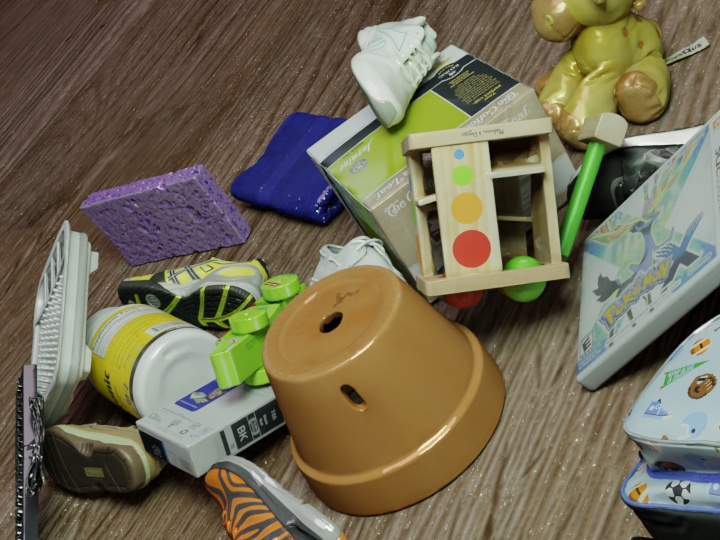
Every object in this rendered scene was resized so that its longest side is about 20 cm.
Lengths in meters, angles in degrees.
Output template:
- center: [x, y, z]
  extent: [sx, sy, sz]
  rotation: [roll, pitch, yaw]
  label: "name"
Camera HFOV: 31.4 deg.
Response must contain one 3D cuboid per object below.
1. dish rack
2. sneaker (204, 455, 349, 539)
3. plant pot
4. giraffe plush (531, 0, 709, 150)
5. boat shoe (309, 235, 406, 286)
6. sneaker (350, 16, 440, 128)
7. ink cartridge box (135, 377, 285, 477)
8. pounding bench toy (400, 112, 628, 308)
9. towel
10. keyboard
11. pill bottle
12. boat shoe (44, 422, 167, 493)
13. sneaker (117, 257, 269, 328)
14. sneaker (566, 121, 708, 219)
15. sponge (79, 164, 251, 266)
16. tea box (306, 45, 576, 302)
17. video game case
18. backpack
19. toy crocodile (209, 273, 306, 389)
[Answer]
- center: [-0.319, 0.066, 1.374]
  extent: [0.172, 0.043, 0.200]
  rotation: [129, 145, -50]
  label: "dish rack"
- center: [-0.099, 0.232, 1.078]
  extent: [0.112, 0.078, 0.200]
  rotation: [-44, 32, -19]
  label: "sneaker"
- center: [0.006, 0.091, 1.113]
  extent: [0.200, 0.140, 0.200]
  rotation: [-25, 32, 17]
  label: "plant pot"
- center: [0.247, -0.250, 1.333]
  extent: [0.200, 0.162, 0.173]
  rotation: [-36, 30, -2]
  label: "giraffe plush"
- center: [0.000, 0.000, 1.263]
  extent: [0.200, 0.072, 0.069]
  rotation: [-178, 95, -77]
  label: "boat shoe"
- center: [0.039, -0.215, 1.317]
  extent: [0.080, 0.071, 0.200]
  rotation: [-22, 30, 16]
  label: "sneaker"
- center: [-0.108, 0.126, 1.237]
  extent: [0.200, 0.039, 0.099]
  rotation: [-30, 25, -30]
  label: "ink cartridge box"
- center: [0.145, -0.053, 1.143]
  extent: [0.199, 0.157, 0.124]
  rotation: [-7, 3, -1]
  label: "pounding bench toy"
- center: [-0.059, -0.125, 1.572]
  extent: [0.148, 0.050, 0.200]
  rotation: [-52, 35, -15]
  label: "towel"
- center: [-0.337, 0.188, 1.291]
  extent: [0.127, 0.021, 0.200]
  rotation: [126, 142, -49]
  label: "keyboard"
- center: [-0.224, 0.097, 1.350]
  extent: [0.111, 0.111, 0.200]
  rotation: [-45, 30, -17]
  label: "pill bottle"
- center: [-0.256, 0.188, 1.314]
  extent: [0.076, 0.072, 0.200]
  rotation: [-24, 18, -40]
  label: "boat shoe"
- center: [-0.189, 0.026, 1.467]
  extent: [0.199, 0.076, 0.076]
  rotation: [0, 36, 29]
  label: "sneaker"
- center: [0.279, -0.077, 1.155]
  extent: [0.200, 0.076, 0.088]
  rotation: [-18, 40, 26]
  label: "sneaker"
- center: [-0.244, -0.066, 1.596]
  extent: [0.200, 0.112, 0.030]
  rotation: [-11, 40, 34]
  label: "sponge"
- center: [0.084, -0.105, 1.317]
  extent: [0.200, 0.134, 0.197]
  rotation: [-36, 30, -3]
  label: "tea box"
- center: [0.249, -0.021, 1.058]
  extent: [0.200, 0.022, 0.183]
  rotation: [-50, 18, 40]
  label: "video game case"
- center: [0.279, 0.105, 0.836]
  extent: [0.200, 0.154, 0.190]
  rotation: [1, 35, 48]
  label: "backpack"
- center: [-0.097, 0.059, 1.253]
  extent: [0.062, 0.068, 0.200]
  rotation: [-8, 20, 26]
  label: "toy crocodile"
